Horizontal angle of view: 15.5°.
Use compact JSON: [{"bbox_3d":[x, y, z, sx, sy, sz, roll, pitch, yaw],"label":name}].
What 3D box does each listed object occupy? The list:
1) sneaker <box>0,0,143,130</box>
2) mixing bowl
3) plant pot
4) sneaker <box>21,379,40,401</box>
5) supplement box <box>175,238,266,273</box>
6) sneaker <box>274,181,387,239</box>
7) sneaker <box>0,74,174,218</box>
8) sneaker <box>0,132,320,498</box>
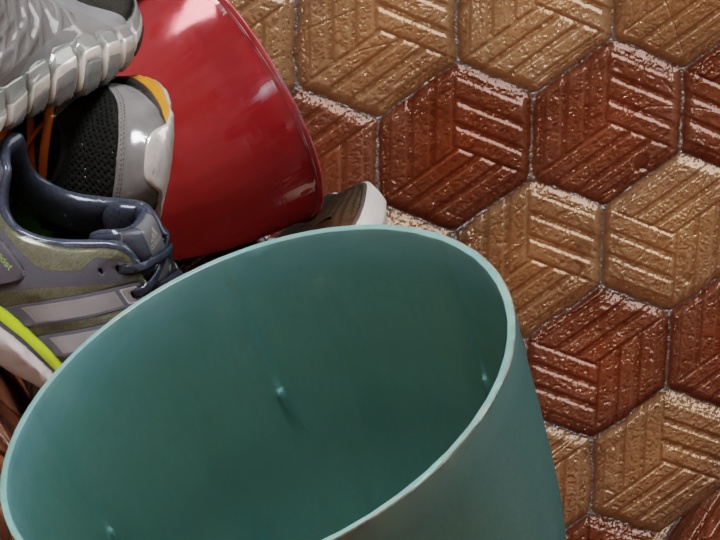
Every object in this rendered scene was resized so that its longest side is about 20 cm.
[{"bbox_3d":[-0.150,-0.125,1.087,0.200,0.075,0.116,-49,138,-59],"label":"sneaker"},{"bbox_3d":[-0.123,-0.079,1.446,0.200,0.108,0.200,45,-19,21],"label":"mixing bowl"},{"bbox_3d":[-0.012,0.107,0.993,0.162,0.200,0.201,67,-5,-32],"label":"plant pot"},{"bbox_3d":[-0.100,0.065,1.153,0.201,0.078,0.082,56,3,19],"label":"sneaker"},{"bbox_3d":[-0.084,0.041,1.517,0.086,0.110,0.200,54,1,-28],"label":"supplement box"},{"bbox_3d":[0.000,0.000,1.530,0.085,0.073,0.200,52,0,-5],"label":"sneaker"},{"bbox_3d":[-0.151,-0.052,1.158,0.077,0.079,0.199,8,-2,-40],"label":"sneaker"},{"bbox_3d":[-0.094,0.021,1.084,0.199,0.081,0.074,31,31,-7],"label":"sneaker"}]
